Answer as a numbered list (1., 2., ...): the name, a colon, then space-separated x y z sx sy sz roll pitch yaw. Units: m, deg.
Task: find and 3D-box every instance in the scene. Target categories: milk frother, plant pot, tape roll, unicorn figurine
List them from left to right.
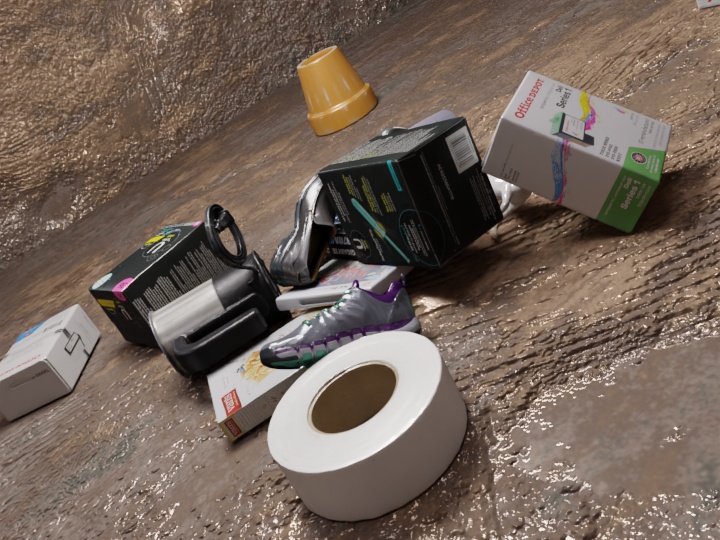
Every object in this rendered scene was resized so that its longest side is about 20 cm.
1. milk frother: -0.229 0.031 1.051 0.187 0.201 0.180 -30 5 -3
2. plant pot: -0.080 -0.501 1.951 0.198 0.184 0.201 -24 25 12
3. tape roll: 0.007 0.153 0.734 0.201 0.071 0.203 -25 25 12
4. unicorn figurine: 0.208 -0.111 1.006 0.199 0.074 0.138 35 88 42

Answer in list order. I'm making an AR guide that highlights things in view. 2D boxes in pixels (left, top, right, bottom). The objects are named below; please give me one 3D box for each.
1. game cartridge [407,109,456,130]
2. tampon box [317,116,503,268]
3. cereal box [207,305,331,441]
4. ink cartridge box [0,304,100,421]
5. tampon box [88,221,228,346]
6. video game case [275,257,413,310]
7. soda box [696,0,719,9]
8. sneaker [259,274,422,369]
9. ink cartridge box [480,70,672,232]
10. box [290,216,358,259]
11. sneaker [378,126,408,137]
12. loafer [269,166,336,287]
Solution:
1. game cartridge: 0.088 -0.206 1.287 0.199 0.134 0.042 -35 68 -14
2. tampon box: 0.064 -0.102 0.965 0.126 0.151 0.199 -34 19 -26
3. cereal box: -0.106 0.126 0.945 0.199 0.040 0.144 -33 23 -7
4. ink cartridge box: -0.597 0.171 1.346 0.145 0.085 0.201 -26 25 9
5. tampon box: -0.359 0.022 1.301 0.149 0.127 0.200 -1 36 47
6. video game case: 0.000 0.000 1.044 0.181 0.023 0.200 -8 19 39
7. soda box: 0.721 -0.587 1.377 0.200 0.069 0.063 -42 27 -24
8. sneaker: -0.029 0.062 0.857 0.197 0.089 0.074 -10 -16 -15
9. ink cartridge box: 0.270 -0.153 0.891 0.198 0.085 0.145 25 45 11
10. box: 0.000 -0.075 1.163 0.158 0.046 0.199 -29 19 -30
11. sneaker: 0.055 -0.163 1.155 0.084 0.200 0.075 8 70 23
12. loafer: -0.061 -0.064 1.062 0.072 0.073 0.202 6 68 38
